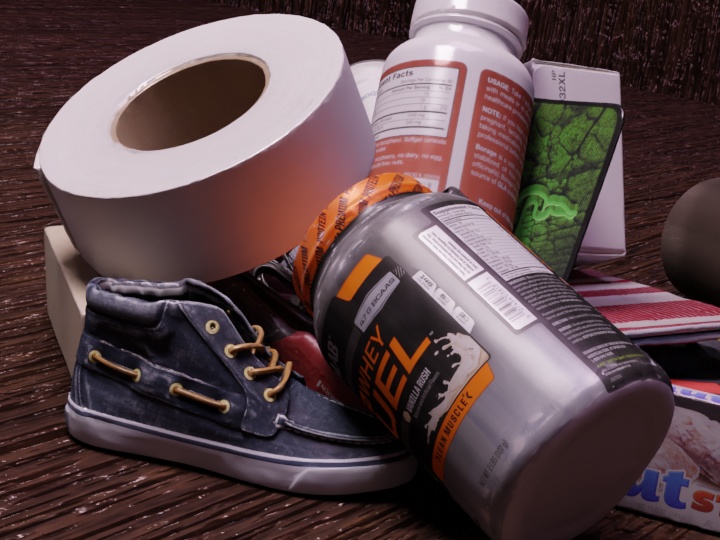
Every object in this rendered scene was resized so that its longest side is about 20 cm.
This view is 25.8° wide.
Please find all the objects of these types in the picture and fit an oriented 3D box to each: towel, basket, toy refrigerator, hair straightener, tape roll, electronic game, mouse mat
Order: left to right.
[{"bbox_3d":[-0.152,0.027,1.000,0.076,0.070,0.200,-4,16,-17],"label":"toy refrigerator"},{"bbox_3d":[-0.095,-0.077,0.973,0.202,0.071,0.203,-14,35,10],"label":"tape roll"},{"bbox_3d":[-0.035,0.035,0.959,0.200,0.041,0.077,36,32,25],"label":"hair straightener"},{"bbox_3d":[0.105,-0.049,1.128,0.008,0.161,0.200,21,-2,-29],"label":"mouse mat"},{"bbox_3d":[0.167,0.029,1.123,0.144,0.023,0.200,-4,12,-27],"label":"towel"},{"bbox_3d":[0.210,0.062,1.120,0.199,0.042,0.200,8,14,-2],"label":"electronic game"},{"bbox_3d":[0.348,-0.006,1.301,0.180,0.137,0.200,6,10,-24],"label":"basket"}]

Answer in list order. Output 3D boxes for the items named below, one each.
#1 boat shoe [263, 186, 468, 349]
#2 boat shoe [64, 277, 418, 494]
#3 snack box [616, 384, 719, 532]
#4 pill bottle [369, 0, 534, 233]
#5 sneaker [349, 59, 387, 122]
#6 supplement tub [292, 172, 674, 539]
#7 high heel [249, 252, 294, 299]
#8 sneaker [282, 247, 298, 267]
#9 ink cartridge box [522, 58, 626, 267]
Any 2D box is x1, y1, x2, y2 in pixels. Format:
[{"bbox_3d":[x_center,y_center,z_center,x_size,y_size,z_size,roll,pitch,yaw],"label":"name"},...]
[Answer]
[{"bbox_3d":[0.000,0.000,1.017,0.200,0.066,0.072,-22,12,33],"label":"boat shoe"},{"bbox_3d":[-0.063,0.061,0.862,0.199,0.091,0.071,9,14,4],"label":"boat shoe"},{"bbox_3d":[0.169,0.100,0.879,0.199,0.072,0.024,13,14,19],"label":"snack box"},{"bbox_3d":[0.062,-0.092,1.107,0.112,0.201,0.112,11,-17,3],"label":"pill bottle"},{"bbox_3d":[0.011,-0.062,1.231,0.074,0.200,0.087,-7,38,2],"label":"sneaker"},{"bbox_3d":[0.058,0.042,0.834,0.122,0.123,0.200,-5,39,-43],"label":"supplement tub"},{"bbox_3d":[-0.067,-0.050,1.080,0.096,0.201,0.067,14,19,-4],"label":"high heel"},{"bbox_3d":[-0.037,-0.028,1.176,0.075,0.114,0.200,-5,17,-20],"label":"sneaker"},{"bbox_3d":[0.120,-0.070,1.248,0.083,0.146,0.200,3,-8,-25],"label":"ink cartridge box"}]
